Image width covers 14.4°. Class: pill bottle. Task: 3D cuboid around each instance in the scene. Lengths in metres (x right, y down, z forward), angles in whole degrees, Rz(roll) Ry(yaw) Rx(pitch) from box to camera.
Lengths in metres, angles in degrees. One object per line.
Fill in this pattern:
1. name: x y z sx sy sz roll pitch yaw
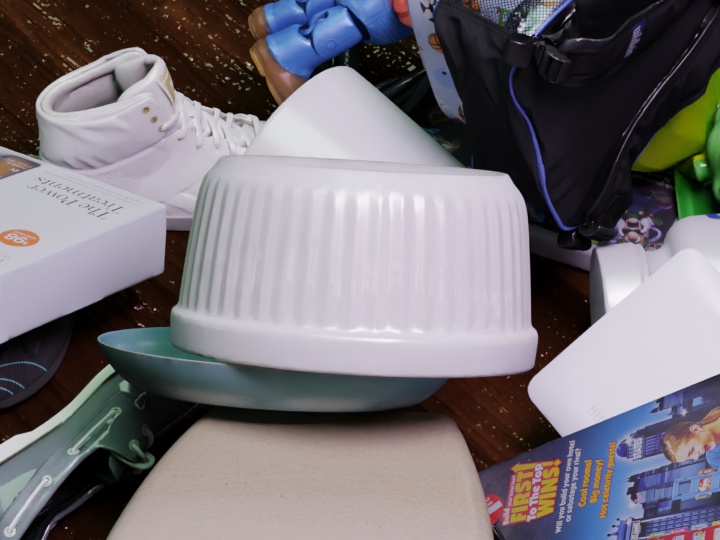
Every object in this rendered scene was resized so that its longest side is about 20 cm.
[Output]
1. pill bottle: 0.239 0.020 1.685 0.200 0.112 0.112 -4 48 -1

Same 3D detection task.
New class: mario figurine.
1. mario figurine: 0.034 -0.162 1.799 0.200 0.106 0.124 -26 68 16

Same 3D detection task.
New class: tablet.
1. tablet: 0.203 0.099 1.606 0.130 0.014 0.200 -41 74 3

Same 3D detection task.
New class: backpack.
1. backpack: 0.130 -0.146 1.653 0.190 0.200 0.154 -41 58 -16

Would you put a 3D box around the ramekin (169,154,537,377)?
1. ramekin: 0.000 -0.005 1.539 0.200 0.105 0.200 4 5 0

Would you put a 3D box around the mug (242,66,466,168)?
1. mug: 0.006 -0.006 1.723 0.153 0.187 0.149 33 24 17

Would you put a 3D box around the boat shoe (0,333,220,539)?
1. boat shoe: -0.147 0.107 1.646 0.200 0.073 0.062 -33 56 -19

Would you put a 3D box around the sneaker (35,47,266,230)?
1. sneaker: -0.105 -0.085 1.788 0.200 0.116 0.074 -8 46 -8

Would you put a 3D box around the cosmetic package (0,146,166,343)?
1. cosmetic package: -0.241 -0.026 1.724 0.200 0.052 0.151 19 29 31

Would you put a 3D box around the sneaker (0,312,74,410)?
1. sneaker: -0.242 0.053 1.691 0.075 0.079 0.200 27 52 25

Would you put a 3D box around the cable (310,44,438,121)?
1. cable: 0.032 -0.164 1.879 0.163 0.051 0.200 21 56 39

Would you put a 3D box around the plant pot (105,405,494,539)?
1. plant pot: -0.022 0.176 1.508 0.200 0.200 0.177 4 35 5

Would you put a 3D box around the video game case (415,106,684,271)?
1. video game case: 0.132 -0.081 1.840 0.200 0.023 0.182 18 50 16

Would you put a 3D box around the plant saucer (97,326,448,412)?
1. plant saucer: -0.046 0.055 1.571 0.200 0.027 0.200 4 4 0

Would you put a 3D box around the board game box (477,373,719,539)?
1. board game box: 0.148 0.151 1.534 0.200 0.062 0.200 -14 44 29

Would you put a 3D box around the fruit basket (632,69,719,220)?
1. fruit basket: 0.216 -0.115 1.764 0.215 0.156 0.216 19 49 -24
